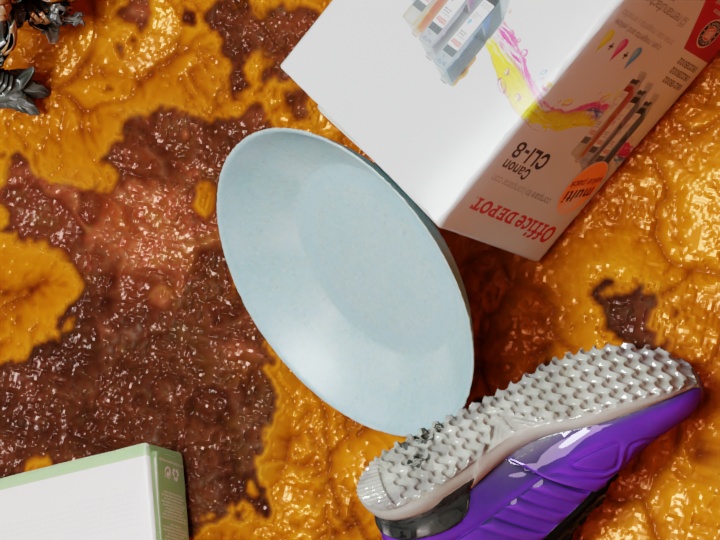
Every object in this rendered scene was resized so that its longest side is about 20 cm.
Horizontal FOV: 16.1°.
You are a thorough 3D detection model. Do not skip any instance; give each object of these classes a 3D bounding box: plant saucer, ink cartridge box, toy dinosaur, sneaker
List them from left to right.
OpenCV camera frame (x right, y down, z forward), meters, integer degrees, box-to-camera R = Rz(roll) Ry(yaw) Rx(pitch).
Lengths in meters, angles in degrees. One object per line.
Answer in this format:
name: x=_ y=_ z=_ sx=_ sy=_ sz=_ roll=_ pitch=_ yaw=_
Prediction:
toy dinosaur: x=-0.239 y=-0.177 z=1.600 sx=0.198 sy=0.136 sz=0.103 roll=1 pitch=60 yaw=-13
ink cartridge box: x=-0.172 y=0.217 z=1.545 sx=0.145 sy=0.048 sz=0.201 roll=-15 pitch=70 yaw=25
plant saucer: x=0.000 y=0.000 z=1.459 sx=0.200 sy=0.039 sz=0.202 roll=30 pitch=139 yaw=30
ink cartridge box: x=0.088 y=-0.130 z=1.418 sx=0.200 sy=0.145 sz=0.145 roll=-50 pitch=64 yaw=13
sneaker: x=0.103 y=0.117 z=1.416 sx=0.199 sy=0.100 sz=0.070 roll=-23 pitch=26 yaw=-1
